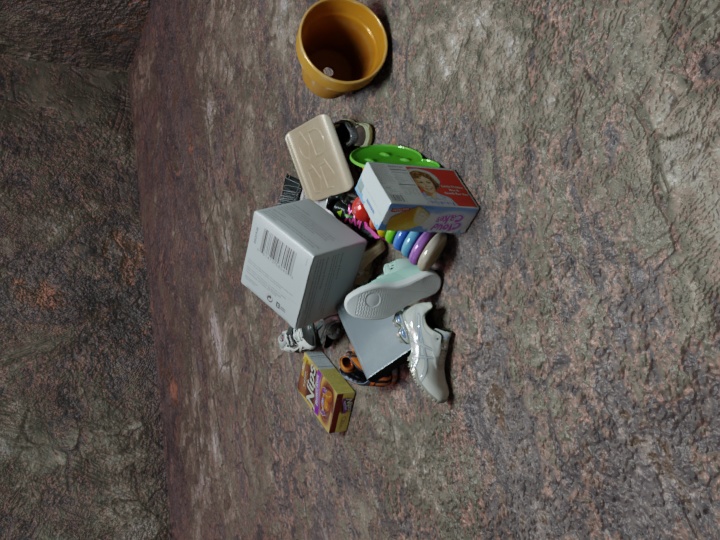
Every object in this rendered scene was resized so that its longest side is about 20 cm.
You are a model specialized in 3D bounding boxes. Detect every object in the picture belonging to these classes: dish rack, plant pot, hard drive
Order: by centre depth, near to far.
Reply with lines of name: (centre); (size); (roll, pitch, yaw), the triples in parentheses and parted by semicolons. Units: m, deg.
hard drive: (0.040, 0.120, 1.482); (0.139, 0.033, 0.200); (-36, 51, 12)
plant pot: (-0.058, -0.486, 1.583); (0.183, 0.200, 0.201); (150, 116, -72)
dish rack: (-0.206, -0.144, 1.853); (0.200, 0.054, 0.154); (-75, 1, -45)

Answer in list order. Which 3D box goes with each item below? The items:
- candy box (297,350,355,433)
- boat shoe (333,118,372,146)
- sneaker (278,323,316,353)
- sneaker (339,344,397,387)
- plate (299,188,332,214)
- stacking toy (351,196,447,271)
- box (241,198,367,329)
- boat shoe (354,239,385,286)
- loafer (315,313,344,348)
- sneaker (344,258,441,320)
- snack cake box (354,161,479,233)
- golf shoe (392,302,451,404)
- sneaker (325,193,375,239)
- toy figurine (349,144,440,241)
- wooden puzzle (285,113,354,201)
candy box: (-0.090, 0.303, 1.747); (0.200, 0.056, 0.117); (43, 126, 53)
boat shoe: (-0.043, -0.330, 1.657); (0.201, 0.066, 0.072); (24, 110, 57)
sneaker: (-0.166, 0.179, 1.802); (0.200, 0.088, 0.074); (125, 140, -62)
sneaker: (-0.003, 0.177, 1.541); (0.200, 0.112, 0.078); (55, 134, 46)
plate: (-0.118, -0.162, 1.819); (0.200, 0.032, 0.200); (51, 133, 48)
stacking toy: (0.067, -0.084, 1.359); (0.200, 0.085, 0.086); (34, 125, 14)
box: (-0.128, -0.020, 1.532); (0.199, 0.171, 0.200); (37, 127, 29)
boat shoe: (0.000, 0.000, 1.593); (0.065, 0.072, 0.200); (48, 128, 0)
loafer: (-0.060, 0.143, 1.673); (0.200, 0.072, 0.063); (135, 128, -68)
sneaker: (0.048, 0.034, 1.388); (0.118, 0.200, 0.074); (-139, 36, -61)
snack cake box: (0.104, -0.133, 1.273); (0.067, 0.199, 0.115); (-63, 40, 38)
golf shoe: (0.139, 0.156, 1.341); (0.097, 0.078, 0.200); (-28, 80, 26)
sneaker: (-0.018, -0.126, 1.589); (0.200, 0.087, 0.074); (43, 123, 51)
toy figurine: (0.071, -0.146, 1.441); (0.200, 0.150, 0.185); (21, 124, 33)
wooden puzzle: (-0.093, -0.270, 1.675); (0.200, 0.046, 0.186); (-8, 104, 57)
